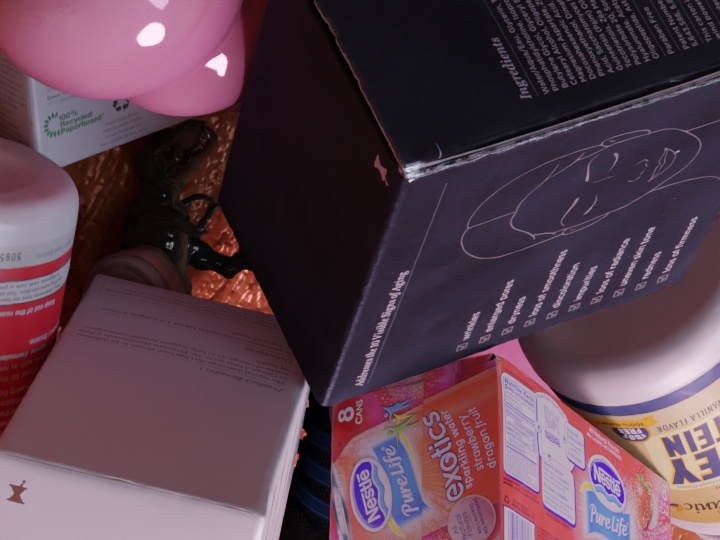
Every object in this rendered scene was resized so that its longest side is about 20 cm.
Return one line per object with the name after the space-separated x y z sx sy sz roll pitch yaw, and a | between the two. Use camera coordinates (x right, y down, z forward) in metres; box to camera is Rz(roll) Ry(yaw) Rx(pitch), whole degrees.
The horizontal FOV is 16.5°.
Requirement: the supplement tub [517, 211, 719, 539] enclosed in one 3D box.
0.183 0.051 1.324 0.145 0.144 0.200 -52 133 -10 | supplement tub

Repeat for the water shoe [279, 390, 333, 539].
-0.019 0.108 1.245 0.071 0.078 0.201 36 45 -54 | water shoe

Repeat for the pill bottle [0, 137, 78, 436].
-0.197 0.045 1.133 0.112 0.112 0.201 -8 118 -44 | pill bottle

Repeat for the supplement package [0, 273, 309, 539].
-0.094 0.101 1.112 0.200 0.116 0.118 -71 175 -68 | supplement package

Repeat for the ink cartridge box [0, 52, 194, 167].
-0.090 -0.168 1.177 0.199 0.040 0.201 -23 127 -37 | ink cartridge box

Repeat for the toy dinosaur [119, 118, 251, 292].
-0.093 0.012 1.278 0.088 0.047 0.201 6 112 -29 | toy dinosaur

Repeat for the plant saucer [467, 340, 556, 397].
0.083 0.083 1.376 0.200 0.051 0.202 -18 117 -40 | plant saucer

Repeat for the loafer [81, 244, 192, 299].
-0.088 0.077 1.253 0.063 0.071 0.201 -36 119 -51 | loafer

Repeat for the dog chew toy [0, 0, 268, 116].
-0.083 -0.125 1.092 0.200 0.124 0.125 22 95 -59 | dog chew toy

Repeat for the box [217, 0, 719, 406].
0.060 -0.062 1.088 0.195 0.124 0.200 -20 156 -22 | box

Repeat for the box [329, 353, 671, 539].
0.073 0.127 1.214 0.200 0.094 0.103 36 48 -52 | box
